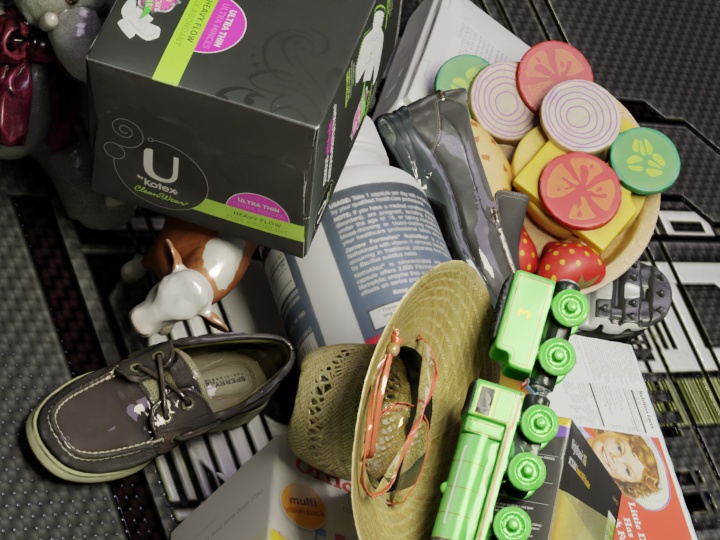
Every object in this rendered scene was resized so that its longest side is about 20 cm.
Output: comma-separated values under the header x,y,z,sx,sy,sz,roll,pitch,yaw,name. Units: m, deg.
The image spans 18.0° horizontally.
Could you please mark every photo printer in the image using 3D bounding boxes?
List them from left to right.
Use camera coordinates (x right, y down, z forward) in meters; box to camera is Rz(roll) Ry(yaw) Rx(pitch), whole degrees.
x,y,z,sx,sy,sz,roll,pitch,yaw,name
0.110,-0.107,1.763,0.199,0.069,0.167,35,42,-15,photo printer

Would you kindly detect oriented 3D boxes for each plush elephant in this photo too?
x,y,z,sx,sy,sz,roll,pitch,yaw,name
-0.198,-0.140,1.444,0.164,0.155,0.201,8,53,-37,plush elephant

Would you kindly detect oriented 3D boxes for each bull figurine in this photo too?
x,y,z,sx,sy,sz,roll,pitch,yaw,name
-0.101,-0.027,1.445,0.065,0.121,0.201,35,58,-19,bull figurine

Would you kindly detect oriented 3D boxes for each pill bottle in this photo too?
x,y,z,sx,sy,sz,roll,pitch,yaw,name
0.000,0.000,1.492,0.119,0.120,0.201,3,56,-40,pill bottle

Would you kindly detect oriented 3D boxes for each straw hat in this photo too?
x,y,z,sx,sy,sz,roll,pitch,yaw,name
0.003,0.081,1.295,0.201,0.084,0.203,-30,124,-60,straw hat

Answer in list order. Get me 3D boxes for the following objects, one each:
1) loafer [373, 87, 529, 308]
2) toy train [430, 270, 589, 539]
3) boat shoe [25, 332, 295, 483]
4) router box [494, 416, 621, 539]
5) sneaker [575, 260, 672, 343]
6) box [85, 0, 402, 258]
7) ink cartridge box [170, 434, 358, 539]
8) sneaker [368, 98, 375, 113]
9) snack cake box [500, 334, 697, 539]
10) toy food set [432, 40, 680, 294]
x,y,z,sx,sy,sz,roll,pitch,yaw,name
0.086,-0.032,1.556,0.072,0.073,0.201,-29,88,-6,loafer
0.082,0.095,1.298,0.056,0.042,0.202,17,74,-1,toy train
-0.121,0.074,1.407,0.199,0.065,0.073,-21,73,-49,boat shoe
0.110,0.187,1.398,0.200,0.052,0.159,49,50,-67,router box
0.123,0.022,1.672,0.198,0.091,0.067,10,64,-4,sneaker
-0.066,-0.136,1.388,0.147,0.125,0.201,16,52,7,box
-0.035,0.205,1.326,0.128,0.125,0.201,26,44,-24,ink cartridge box
-0.058,-0.136,1.635,0.199,0.080,0.087,-12,77,-40,sneaker
0.159,0.145,1.598,0.114,0.067,0.201,11,51,-37,snack cake box
0.123,-0.073,1.639,0.199,0.049,0.198,37,65,10,toy food set
